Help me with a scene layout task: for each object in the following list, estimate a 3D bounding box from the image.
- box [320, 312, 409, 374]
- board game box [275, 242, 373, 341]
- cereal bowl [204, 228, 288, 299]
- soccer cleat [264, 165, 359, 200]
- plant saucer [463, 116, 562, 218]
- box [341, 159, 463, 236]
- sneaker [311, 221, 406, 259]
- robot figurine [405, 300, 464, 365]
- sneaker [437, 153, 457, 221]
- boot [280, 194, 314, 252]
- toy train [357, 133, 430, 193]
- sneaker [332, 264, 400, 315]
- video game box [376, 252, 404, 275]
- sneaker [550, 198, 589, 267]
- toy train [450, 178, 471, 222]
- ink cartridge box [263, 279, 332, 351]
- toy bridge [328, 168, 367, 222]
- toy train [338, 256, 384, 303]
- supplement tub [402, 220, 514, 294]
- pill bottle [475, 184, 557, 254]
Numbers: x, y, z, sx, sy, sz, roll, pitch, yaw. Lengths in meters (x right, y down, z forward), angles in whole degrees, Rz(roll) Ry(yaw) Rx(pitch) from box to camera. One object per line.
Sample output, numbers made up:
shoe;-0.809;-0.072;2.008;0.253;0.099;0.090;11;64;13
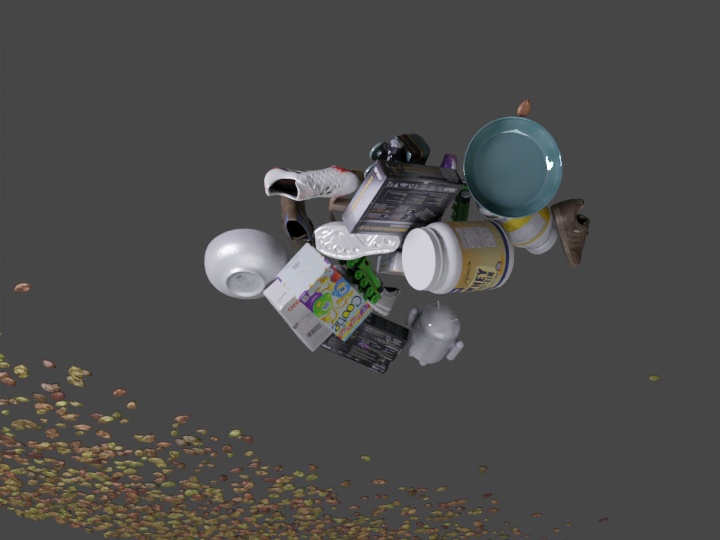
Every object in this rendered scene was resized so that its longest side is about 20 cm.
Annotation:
box;0.008;0.178;1.864;0.198;0.044;0.161;23;133;-7
board game box;-0.076;0.051;1.567;0.105;0.103;0.200;-47;137;-4
cereal bowl;-0.267;0.001;1.653;0.196;0.084;0.202;-2;139;-2
soccer cleat;-0.100;-0.174;1.450;0.196;0.086;0.070;4;121;0
plant saucer;0.303;-0.204;1.419;0.196;0.204;0.036;-4;179;0
box;0.084;-0.137;1.395;0.198;0.049;0.159;0;142;-34
sneaker;0.005;-0.080;1.543;0.197;0.147;0.082;-1;106;10
robot figurine;0.189;0.162;1.841;0.169;0.113;0.201;35;137;9
sneaker;0.147;-0.165;1.505;0.087;0.081;0.202;17;135;-2
boot;-0.141;-0.084;1.554;0.073;0.098;0.202;-6;138;3
toy train;0.068;-0.191;1.448;0.113;0.086;0.201;-19;148;-30
sneaker;0.012;0.029;1.730;0.199;0.075;0.082;32;100;-32
video game box;0.151;-0.006;1.626;0.197;0.048;0.182;7;180;-12
sneaker;0.493;-0.083;1.620;0.075;0.071;0.201;-19;137;15
toy train;0.224;-0.115;1.575;0.041;0.057;0.202;-3;139;0
ink cartridge box;-0.121;0.076;1.691;0.146;0.084;0.201;-43;140;-11
toy bridge;-0.034;-0.144;1.547;0.066;0.027;0.202;6;136;-10
toy train;0.000;0.000;1.629;0.041;0.057;0.201;21;154;44
supplement tub;0.198;-0.028;1.450;0.197;0.146;0.145;-4;143;-28
pill bottle;0.345;-0.120;1.535;0.111;0.113;0.199;-30;133;27
